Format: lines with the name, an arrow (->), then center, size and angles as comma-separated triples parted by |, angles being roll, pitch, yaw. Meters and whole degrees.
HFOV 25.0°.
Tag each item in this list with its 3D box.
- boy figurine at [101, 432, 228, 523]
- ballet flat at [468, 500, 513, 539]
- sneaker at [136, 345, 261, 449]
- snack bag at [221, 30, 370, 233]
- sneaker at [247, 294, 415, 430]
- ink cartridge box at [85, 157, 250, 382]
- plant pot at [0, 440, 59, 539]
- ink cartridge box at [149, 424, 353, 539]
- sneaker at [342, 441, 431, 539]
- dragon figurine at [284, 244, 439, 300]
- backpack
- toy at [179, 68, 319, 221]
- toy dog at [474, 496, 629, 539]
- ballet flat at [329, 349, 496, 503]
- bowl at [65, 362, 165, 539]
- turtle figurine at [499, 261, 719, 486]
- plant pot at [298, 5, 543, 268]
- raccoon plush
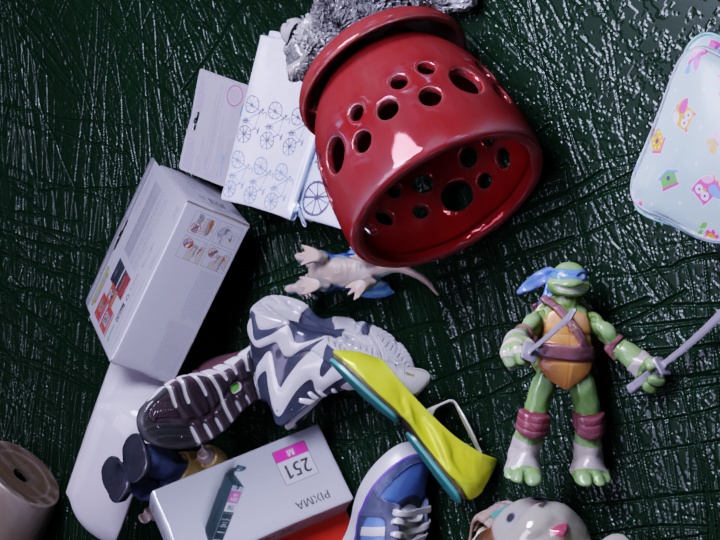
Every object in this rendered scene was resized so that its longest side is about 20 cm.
boy figurine -> -0.191, 0.239, 1.777 | 0.124, 0.199, 0.065 | -43, 47, 18
ballet flat -> 0.111, 0.318, 1.585 | 0.068, 0.067, 0.202 | 23, 109, 39
sneaker -> -0.178, 0.142, 1.774 | 0.115, 0.199, 0.076 | -15, 97, 53
snack bag -> -0.046, -0.141, 1.689 | 0.199, 0.021, 0.190 | 18, 95, 32
sneaker -> -0.036, 0.119, 1.701 | 0.198, 0.079, 0.131 | 18, 118, 19
ink cartridge box -> -0.222, -0.005, 1.824 | 0.201, 0.083, 0.176 | -63, 27, 11
plant pot -> -0.484, 0.323, 2.096 | 0.174, 0.199, 0.200 | -48, 60, 17
ink cartridge box -> -0.098, 0.278, 1.698 | 0.174, 0.199, 0.044 | 62, 159, 20
sneaker -> 0.050, 0.291, 1.621 | 0.146, 0.080, 0.201 | 42, 116, 40
dragon figurine -> 0.000, 0.000, 1.672 | 0.198, 0.099, 0.059 | -3, 90, 25
backpack -> 0.327, -0.085, 1.291 | 0.199, 0.153, 0.177 | 30, 108, 31
toy -> -0.104, -0.138, 1.770 | 0.199, 0.047, 0.116 | 23, 105, 35
toy dog -> 0.192, 0.299, 1.480 | 0.201, 0.139, 0.194 | 62, 163, 19
ballet flat -> 0.057, 0.138, 1.595 | 0.067, 0.067, 0.200 | -42, 87, -8
bowl -> -0.278, 0.188, 1.870 | 0.200, 0.074, 0.201 | -86, 18, -65
turtle figurine -> 0.193, 0.101, 1.438 | 0.199, 0.143, 0.196 | 19, 110, 45
plant pot -> 0.045, -0.130, 1.524 | 0.201, 0.199, 0.183 | -50, 56, 34
raccoon plush -> 0.005, -0.235, 1.599 | 0.199, 0.096, 0.135 | 14, 87, 42
